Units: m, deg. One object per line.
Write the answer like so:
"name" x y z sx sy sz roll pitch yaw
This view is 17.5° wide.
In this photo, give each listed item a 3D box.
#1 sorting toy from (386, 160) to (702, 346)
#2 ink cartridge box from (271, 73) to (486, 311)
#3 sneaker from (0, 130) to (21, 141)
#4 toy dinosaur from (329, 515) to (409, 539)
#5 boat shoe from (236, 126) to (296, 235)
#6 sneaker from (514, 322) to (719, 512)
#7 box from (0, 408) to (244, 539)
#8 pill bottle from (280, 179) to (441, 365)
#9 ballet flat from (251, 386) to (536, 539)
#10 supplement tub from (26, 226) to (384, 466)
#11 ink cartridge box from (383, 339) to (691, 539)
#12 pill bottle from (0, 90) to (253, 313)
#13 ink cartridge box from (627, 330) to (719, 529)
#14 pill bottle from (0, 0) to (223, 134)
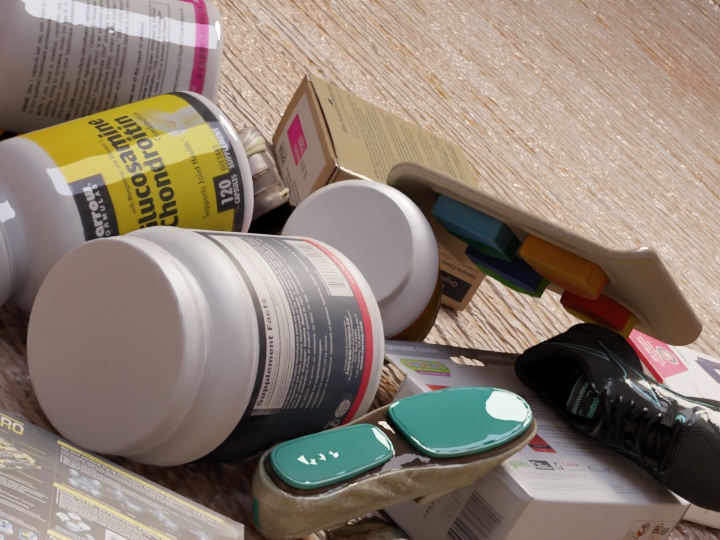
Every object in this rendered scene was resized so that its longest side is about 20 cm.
"sorting toy" 0.127 -0.004 1.631 0.199 0.037 0.185 20 -11 26
"ink cartridge box" 0.019 -0.068 1.973 0.164 0.075 0.200 24 21 -19
"sneaker" -0.306 -0.161 1.713 0.200 0.070 0.090 46 17 23
"toy dinosaur" 0.044 0.206 1.393 0.200 0.048 0.088 46 16 26
"boat shoe" -0.086 -0.046 1.728 0.074 0.074 0.200 62 0 8
"sneaker" 0.185 0.105 1.581 0.079 0.076 0.200 -2 28 -45
"box" -0.154 0.146 1.218 0.199 0.049 0.162 27 21 -15
"pill bottle" 0.000 0.000 1.613 0.111 0.111 0.200 35 -6 8
"ballet flat" 0.017 0.119 1.443 0.198 0.063 0.068 -10 45 -29
"supplement tub" -0.091 0.046 1.420 0.140 0.141 0.199 43 22 28
"ink cartridge box" 0.096 0.133 1.587 0.199 0.084 0.176 9 28 -50
"pill bottle" -0.174 -0.037 1.468 0.199 0.113 0.112 -20 50 -35
"ink cartridge box" 0.289 0.138 1.877 0.199 0.085 0.145 18 24 -35
"pill bottle" -0.202 -0.146 1.599 0.198 0.114 0.114 9 26 -18
